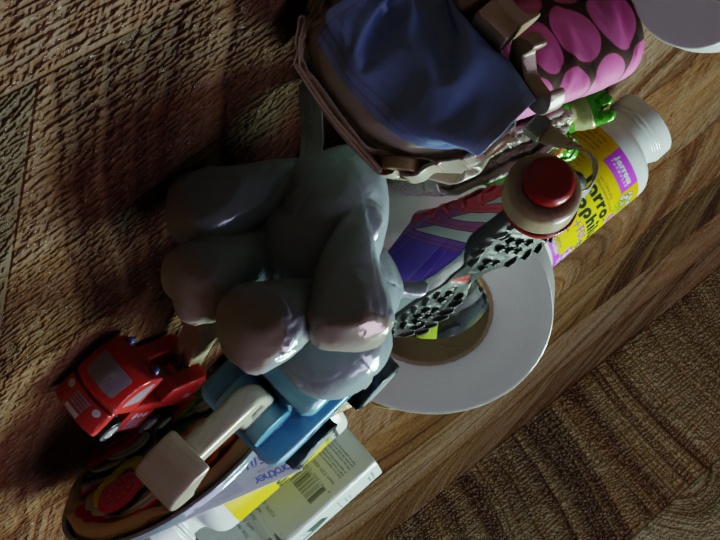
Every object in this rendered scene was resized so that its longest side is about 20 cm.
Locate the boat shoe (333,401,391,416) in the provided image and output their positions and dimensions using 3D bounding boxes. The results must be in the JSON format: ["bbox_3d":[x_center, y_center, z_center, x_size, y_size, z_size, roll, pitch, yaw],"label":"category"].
[{"bbox_3d":[0.032,0.087,1.396,0.200,0.069,0.074,-30,-158,-29],"label":"boat shoe"}]

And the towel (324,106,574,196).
[{"bbox_3d":[0.060,-0.088,1.177,0.132,0.035,0.200,3,-162,38],"label":"towel"}]

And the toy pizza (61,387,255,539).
[{"bbox_3d":[-0.156,0.143,1.267,0.200,0.032,0.200,-27,-159,12],"label":"toy pizza"}]

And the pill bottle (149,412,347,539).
[{"bbox_3d":[-0.118,0.160,1.427,0.200,0.111,0.111,-40,166,-7],"label":"pill bottle"}]

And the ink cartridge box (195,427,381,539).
[{"bbox_3d":[-0.102,0.199,1.518,0.200,0.146,0.084,-40,167,-5],"label":"ink cartridge box"}]

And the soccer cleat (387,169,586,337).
[{"bbox_3d":[0.073,-0.028,1.122,0.068,0.073,0.200,3,147,-44],"label":"soccer cleat"}]

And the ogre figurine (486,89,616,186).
[{"bbox_3d":[0.146,-0.110,1.363,0.200,0.098,0.120,-55,153,15],"label":"ogre figurine"}]

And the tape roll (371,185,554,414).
[{"bbox_3d":[0.049,0.019,1.235,0.203,0.203,0.037,-50,-168,29],"label":"tape roll"}]

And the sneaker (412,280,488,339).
[{"bbox_3d":[0.070,0.007,1.359,0.074,0.081,0.201,-12,-121,56],"label":"sneaker"}]

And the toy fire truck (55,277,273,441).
[{"bbox_3d":[-0.131,0.059,1.212,0.141,0.049,0.200,-46,166,13],"label":"toy fire truck"}]

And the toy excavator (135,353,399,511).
[{"bbox_3d":[-0.069,0.086,1.118,0.194,0.100,0.200,-44,172,-7],"label":"toy excavator"}]

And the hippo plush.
[{"bbox_3d":[-0.040,-0.003,1.049,0.161,0.159,0.201,78,21,-64],"label":"hippo plush"}]

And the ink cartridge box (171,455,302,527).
[{"bbox_3d":[-0.136,0.160,1.309,0.200,0.044,0.094,-25,-160,17],"label":"ink cartridge box"}]

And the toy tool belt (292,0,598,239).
[{"bbox_3d":[0.053,-0.107,0.919,0.125,0.200,0.123,-47,171,-19],"label":"toy tool belt"}]

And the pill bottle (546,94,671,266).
[{"bbox_3d":[0.217,-0.091,1.612,0.200,0.104,0.104,-39,166,-14],"label":"pill bottle"}]

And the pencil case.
[{"bbox_3d":[0.128,-0.165,1.186,0.091,0.094,0.200,4,-161,37],"label":"pencil case"}]

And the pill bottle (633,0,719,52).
[{"bbox_3d":[0.272,-0.232,1.230,0.120,0.120,0.200,-50,177,28],"label":"pill bottle"}]
